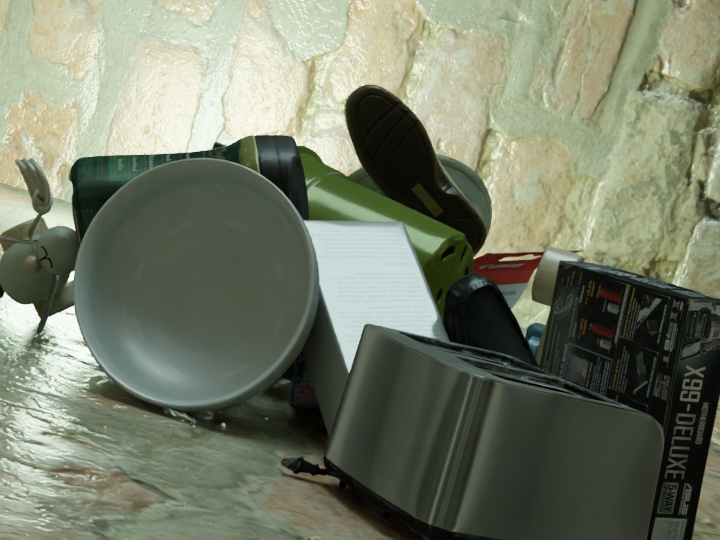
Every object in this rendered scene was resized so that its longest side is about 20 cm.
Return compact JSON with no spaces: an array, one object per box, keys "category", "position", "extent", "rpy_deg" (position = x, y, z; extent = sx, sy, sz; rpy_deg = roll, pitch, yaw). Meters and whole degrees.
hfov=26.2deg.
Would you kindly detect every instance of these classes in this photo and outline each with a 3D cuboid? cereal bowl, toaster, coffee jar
[{"category":"cereal bowl","position":[-0.126,0.017,1.243],"extent":[0.199,0.202,0.083],"rpy_deg":[16,-12,10]},{"category":"toaster","position":[0.080,0.121,1.060],"extent":[0.199,0.120,0.181],"rpy_deg":[14,3,-27]},{"category":"coffee jar","position":[-0.144,-0.055,1.330],"extent":[0.198,0.105,0.085],"rpy_deg":[-9,28,-4]}]

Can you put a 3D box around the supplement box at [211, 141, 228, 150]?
[{"category":"supplement box","position":[-0.114,-0.040,1.639],"extent":[0.108,0.110,0.200],"rpy_deg":[16,-16,3]}]

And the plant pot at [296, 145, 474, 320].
[{"category":"plant pot","position":[0.000,0.000,1.462],"extent":[0.189,0.202,0.200],"rpy_deg":[16,3,25]}]

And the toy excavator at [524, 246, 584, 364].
[{"category":"toy excavator","position":[0.193,0.080,1.579],"extent":[0.099,0.202,0.194],"rpy_deg":[16,3,20]}]

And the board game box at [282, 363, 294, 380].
[{"category":"board game box","position":[-0.072,0.082,1.632],"extent":[0.198,0.047,0.151],"rpy_deg":[16,4,5]}]

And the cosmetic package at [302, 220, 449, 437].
[{"category":"cosmetic package","position":[0.009,0.052,1.263],"extent":[0.101,0.072,0.201],"rpy_deg":[1,45,-21]}]

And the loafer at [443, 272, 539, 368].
[{"category":"loafer","position":[0.124,0.094,1.270],"extent":[0.068,0.202,0.070],"rpy_deg":[-29,25,-20]}]

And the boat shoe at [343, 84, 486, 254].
[{"category":"boat shoe","position":[0.047,-0.097,1.525],"extent":[0.201,0.071,0.076],"rpy_deg":[56,2,-15]}]

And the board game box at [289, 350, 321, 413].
[{"category":"board game box","position":[0.042,0.108,1.385],"extent":[0.198,0.062,0.200],"rpy_deg":[7,-8,1]}]

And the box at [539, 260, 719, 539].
[{"category":"box","position":[0.190,0.105,1.142],"extent":[0.049,0.202,0.157],"rpy_deg":[7,6,-29]}]

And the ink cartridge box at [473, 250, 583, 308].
[{"category":"ink cartridge box","position":[0.114,0.028,1.610],"extent":[0.160,0.051,0.199],"rpy_deg":[-3,-12,-45]}]

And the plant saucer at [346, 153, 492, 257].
[{"category":"plant saucer","position":[0.048,-0.031,1.622],"extent":[0.199,0.201,0.050],"rpy_deg":[14,36,-29]}]

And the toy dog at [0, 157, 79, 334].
[{"category":"toy dog","position":[-0.312,-0.002,1.433],"extent":[0.132,0.096,0.200],"rpy_deg":[55,-18,17]}]
